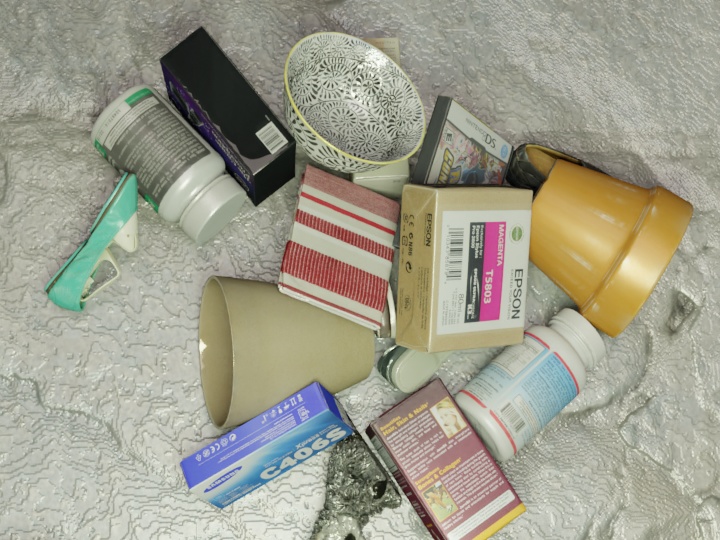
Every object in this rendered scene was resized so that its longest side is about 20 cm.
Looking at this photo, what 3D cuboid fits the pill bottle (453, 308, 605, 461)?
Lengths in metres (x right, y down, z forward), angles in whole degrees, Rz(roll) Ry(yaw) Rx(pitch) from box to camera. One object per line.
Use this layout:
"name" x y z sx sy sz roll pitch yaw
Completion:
"pill bottle" 0.221 0.144 1.513 0.199 0.109 0.109 -40 82 -14

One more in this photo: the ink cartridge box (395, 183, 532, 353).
"ink cartridge box" 0.130 -0.006 1.456 0.163 0.075 0.203 -4 99 -35

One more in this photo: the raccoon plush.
"raccoon plush" -0.036 0.273 1.486 0.133 0.097 0.201 -35 51 0

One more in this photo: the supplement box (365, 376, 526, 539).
"supplement box" 0.105 0.253 1.484 0.110 0.086 0.201 -32 81 -12

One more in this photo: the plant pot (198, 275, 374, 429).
"plant pot" -0.088 0.099 1.472 0.197 0.187 0.190 -1 75 -20

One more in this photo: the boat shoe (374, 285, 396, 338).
"boat shoe" 0.000 0.000 1.548 0.059 0.072 0.203 -12 72 -12

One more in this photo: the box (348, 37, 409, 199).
"box" 0.020 -0.206 1.594 0.076 0.095 0.203 -2 74 -5

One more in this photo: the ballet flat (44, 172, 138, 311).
"ballet flat" -0.328 -0.030 1.507 0.070 0.067 0.201 35 99 -7

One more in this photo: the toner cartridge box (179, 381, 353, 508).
"toner cartridge box" -0.114 0.217 1.435 0.198 0.095 0.044 -31 58 6

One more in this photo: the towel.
"towel" -0.024 -0.030 1.487 0.142 0.023 0.202 21 53 -15

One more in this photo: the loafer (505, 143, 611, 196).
"loafer" 0.297 -0.119 1.610 0.197 0.072 0.074 18 73 -2

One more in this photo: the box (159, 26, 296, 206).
"box" -0.173 -0.201 1.548 0.079 0.141 0.201 -38 81 -9

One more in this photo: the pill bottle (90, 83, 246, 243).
"pill bottle" -0.251 -0.139 1.538 0.113 0.113 0.200 -43 82 -14

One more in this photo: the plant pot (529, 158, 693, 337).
"plant pot" 0.303 -0.046 1.527 0.182 0.200 0.202 31 74 5

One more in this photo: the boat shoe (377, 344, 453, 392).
"boat shoe" 0.102 0.080 1.537 0.199 0.061 0.073 -40 119 -22

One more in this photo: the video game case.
"video game case" 0.125 -0.101 1.528 0.025 0.180 0.203 13 83 37

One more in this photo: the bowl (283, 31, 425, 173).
"bowl" -0.024 -0.193 1.480 0.198 0.094 0.203 16 53 -23
